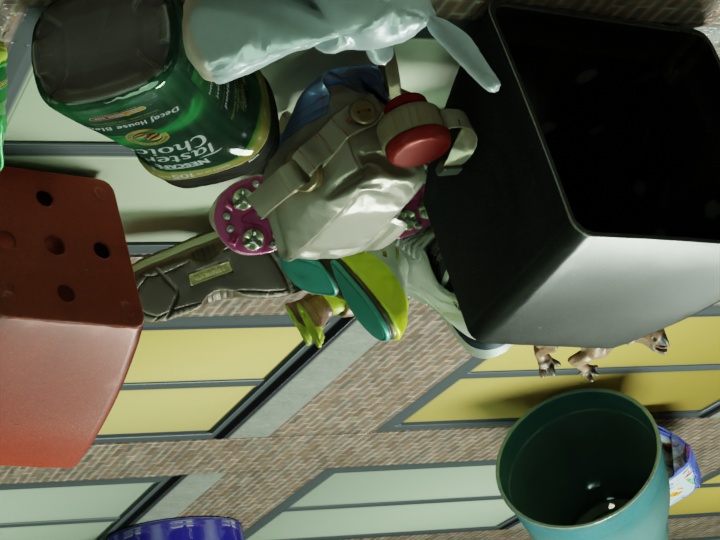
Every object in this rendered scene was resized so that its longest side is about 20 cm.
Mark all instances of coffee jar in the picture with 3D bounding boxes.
[{"bbox_3d":[-0.130,-0.120,1.411,0.104,0.085,0.200,-13,162,17],"label":"coffee jar"}]

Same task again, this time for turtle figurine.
[{"bbox_3d":[0.021,0.010,1.829,0.161,0.064,0.200,-27,-162,-14],"label":"turtle figurine"}]

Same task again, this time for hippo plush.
[{"bbox_3d":[-0.014,-0.191,1.215,0.200,0.160,0.161,1,-168,7],"label":"hippo plush"}]

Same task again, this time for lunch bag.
[{"bbox_3d":[0.335,0.255,2.727,0.200,0.124,0.170,-4,162,12],"label":"lunch bag"}]

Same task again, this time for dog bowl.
[{"bbox_3d":[-0.263,0.413,3.027,0.200,0.079,0.200,-7,162,-2],"label":"dog bowl"}]

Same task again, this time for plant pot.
[{"bbox_3d":[-0.279,0.024,1.646,0.200,0.200,0.176,6,147,-39],"label":"plant pot"},{"bbox_3d":[0.285,0.275,2.537,0.200,0.200,0.188,-13,137,16],"label":"plant pot"},{"bbox_3d":[0.157,-0.050,1.500,0.200,0.200,0.177,3,144,-31],"label":"plant pot"}]

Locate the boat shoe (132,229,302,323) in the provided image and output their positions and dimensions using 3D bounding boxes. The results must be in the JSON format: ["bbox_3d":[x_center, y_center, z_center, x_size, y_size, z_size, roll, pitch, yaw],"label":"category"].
[{"bbox_3d":[-0.114,-0.012,1.809,0.200,0.072,0.076,-12,-161,-16],"label":"boat shoe"}]

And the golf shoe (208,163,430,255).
[{"bbox_3d":[-0.027,-0.059,1.702,0.200,0.075,0.092,-5,-174,-16],"label":"golf shoe"}]

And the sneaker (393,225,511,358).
[{"bbox_3d":[0.060,-0.012,1.731,0.076,0.200,0.081,-44,141,-11],"label":"sneaker"}]

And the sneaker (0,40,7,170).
[{"bbox_3d":[-0.285,-0.091,1.438,0.074,0.084,0.200,-1,162,-20],"label":"sneaker"}]

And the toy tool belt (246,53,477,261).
[{"bbox_3d":[-0.009,-0.098,1.500,0.125,0.123,0.200,-6,156,-29],"label":"toy tool belt"}]

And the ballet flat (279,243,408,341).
[{"bbox_3d":[0.000,0.000,1.704,0.067,0.067,0.200,-32,-155,-15],"label":"ballet flat"}]

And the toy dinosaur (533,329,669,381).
[{"bbox_3d":[0.210,0.044,2.089,0.200,0.086,0.136,6,154,12],"label":"toy dinosaur"}]
